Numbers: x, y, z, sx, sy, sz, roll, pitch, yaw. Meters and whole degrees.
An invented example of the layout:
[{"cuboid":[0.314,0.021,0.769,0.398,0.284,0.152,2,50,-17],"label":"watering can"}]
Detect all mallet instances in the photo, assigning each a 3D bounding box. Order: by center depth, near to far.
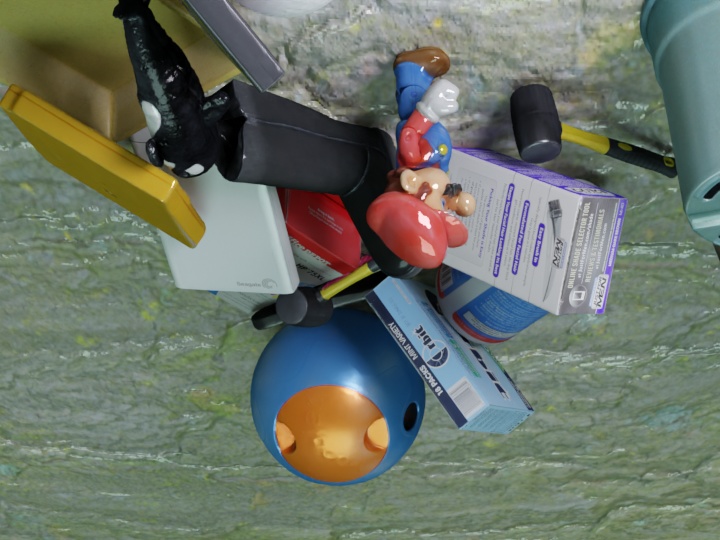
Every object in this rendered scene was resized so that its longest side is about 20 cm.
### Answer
[{"cuboid":[0.222,-0.109,1.483,0.199,0.066,0.041,20,144,-29],"label":"mallet"},{"cuboid":[0.000,0.000,1.593,0.199,0.041,0.066,-33,164,29],"label":"mallet"}]

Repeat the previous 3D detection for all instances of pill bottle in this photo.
[{"cuboid":[0.172,-0.010,1.626,0.112,0.113,0.200,18,147,-25],"label":"pill bottle"}]

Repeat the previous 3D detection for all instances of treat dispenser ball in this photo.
[{"cuboid":[-0.025,0.143,1.817,0.199,0.202,0.201,2,150,1],"label":"treat dispenser ball"}]

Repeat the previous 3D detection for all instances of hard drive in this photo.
[{"cuboid":[-0.142,-0.063,1.555,0.131,0.027,0.201,3,131,19],"label":"hard drive"}]

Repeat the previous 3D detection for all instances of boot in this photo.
[{"cuboid":[-0.038,-0.079,1.438,0.066,0.166,0.199,-39,146,29],"label":"boot"}]

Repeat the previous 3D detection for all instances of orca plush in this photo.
[{"cuboid":[-0.140,-0.155,1.322,0.071,0.106,0.201,0,126,12],"label":"orca plush"}]

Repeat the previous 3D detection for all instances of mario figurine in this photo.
[{"cuboid":[0.070,-0.092,1.403,0.106,0.201,0.123,-20,144,34],"label":"mario figurine"}]

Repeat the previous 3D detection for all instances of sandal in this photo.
[{"cuboid":[-0.026,0.012,1.705,0.199,0.045,0.075,-18,-171,-1],"label":"sandal"}]

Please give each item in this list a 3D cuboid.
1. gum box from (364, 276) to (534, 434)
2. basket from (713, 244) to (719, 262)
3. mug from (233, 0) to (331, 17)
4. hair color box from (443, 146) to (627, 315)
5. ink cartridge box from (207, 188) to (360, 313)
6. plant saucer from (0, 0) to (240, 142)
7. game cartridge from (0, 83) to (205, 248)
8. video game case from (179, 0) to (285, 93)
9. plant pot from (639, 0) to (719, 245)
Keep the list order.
[{"cuboid":[0.098,0.091,1.689,0.044,0.170,0.200,-39,162,10],"label":"gum box"},{"cuboid":[0.419,-0.016,1.566,0.135,0.181,0.200,8,150,41],"label":"basket"},{"cuboid":[-0.087,-0.280,1.171,0.199,0.148,0.176,24,162,19],"label":"mug"},{"cuboid":[0.148,-0.040,1.475,0.064,0.110,0.200,1,-164,-35],"label":"hair color box"},{"cuboid":[-0.081,-0.034,1.647,0.199,0.068,0.116,-22,142,35],"label":"ink cartridge box"},{"cuboid":[-0.225,-0.206,1.381,0.199,0.049,0.199,-23,141,37],"label":"plant saucer"},{"cuboid":[-0.229,-0.093,1.453,0.176,0.033,0.200,31,170,6],"label":"game cartridge"},{"cuboid":[-0.142,-0.229,1.169,0.025,0.181,0.200,-40,115,1],"label":"video game case"},{"cuboid":[0.334,-0.134,1.318,0.198,0.197,0.201,3,150,1],"label":"plant pot"}]
